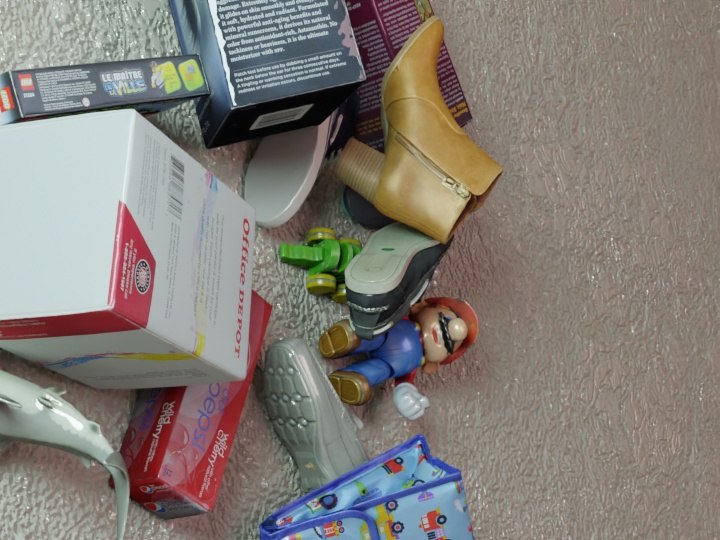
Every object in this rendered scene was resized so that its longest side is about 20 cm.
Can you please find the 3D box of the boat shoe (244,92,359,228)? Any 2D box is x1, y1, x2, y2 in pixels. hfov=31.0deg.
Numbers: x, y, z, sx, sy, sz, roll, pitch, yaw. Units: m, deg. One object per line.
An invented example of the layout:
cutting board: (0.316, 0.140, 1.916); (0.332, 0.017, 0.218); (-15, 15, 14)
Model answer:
boat shoe: (-0.048, -0.118, 1.270); (0.093, 0.074, 0.202); (49, 53, -55)

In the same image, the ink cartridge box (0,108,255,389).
ink cartridge box: (-0.183, -0.006, 0.959); (0.200, 0.143, 0.147); (41, 48, -61)

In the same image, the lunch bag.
lunch bag: (0.000, 0.264, 1.168); (0.198, 0.094, 0.152); (-20, 112, -17)

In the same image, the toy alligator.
toy alligator: (0.000, 0.000, 1.306); (0.199, 0.054, 0.060); (21, 63, -48)

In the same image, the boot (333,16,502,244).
boot: (0.078, -0.135, 1.267); (0.203, 0.143, 0.071); (-60, 171, -12)

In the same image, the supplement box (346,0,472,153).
supplement box: (0.030, -0.229, 1.387); (0.110, 0.085, 0.202); (-34, 106, -51)

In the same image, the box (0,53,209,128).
box: (-0.224, -0.131, 1.010); (0.199, 0.109, 0.035); (-19, 94, -52)

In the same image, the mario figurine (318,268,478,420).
mario figurine: (0.056, 0.069, 1.310); (0.199, 0.106, 0.125); (-17, 132, -46)

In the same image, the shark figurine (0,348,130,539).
shark figurine: (-0.242, 0.122, 0.920); (0.090, 0.212, 0.128); (-65, 176, 11)

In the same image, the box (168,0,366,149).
box: (-0.094, -0.226, 1.115); (0.122, 0.200, 0.201); (-13, 88, -14)

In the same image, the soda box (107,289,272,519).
soda box: (-0.139, 0.101, 1.088); (0.070, 0.063, 0.202); (41, 49, -37)

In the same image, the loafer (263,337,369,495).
loafer: (-0.034, 0.148, 1.207); (0.070, 0.069, 0.202); (-39, 119, -44)

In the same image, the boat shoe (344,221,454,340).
boat shoe: (0.039, 0.000, 1.266); (0.200, 0.071, 0.069); (-45, 134, -56)

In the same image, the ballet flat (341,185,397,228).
ballet flat: (0.063, -0.081, 1.400); (0.199, 0.072, 0.074); (0, 79, -52)
